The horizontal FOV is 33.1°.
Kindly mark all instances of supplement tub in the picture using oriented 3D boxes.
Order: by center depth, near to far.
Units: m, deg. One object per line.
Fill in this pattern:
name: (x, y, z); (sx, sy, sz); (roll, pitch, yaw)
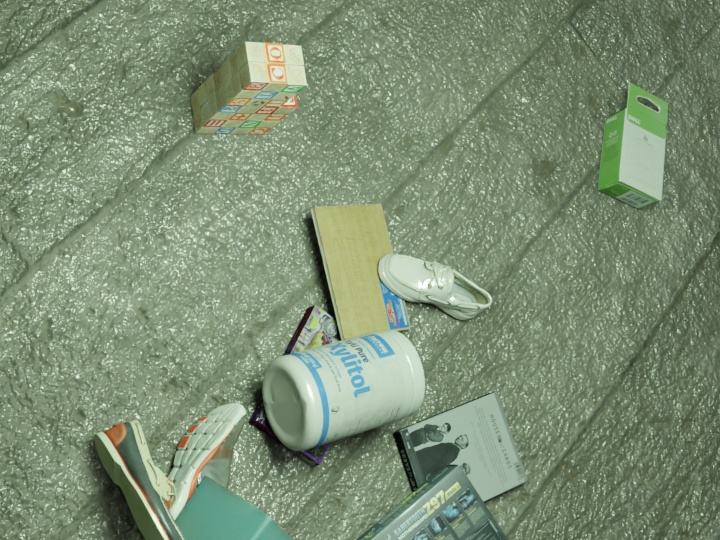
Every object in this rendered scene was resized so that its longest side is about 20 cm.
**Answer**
supplement tub: (-0.024, 0.164, 1.683); (0.198, 0.132, 0.133); (-14, 84, -34)

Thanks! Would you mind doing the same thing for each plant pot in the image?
plant pot: (-0.182, 0.399, 1.527); (0.201, 0.141, 0.142); (-52, 133, -19)

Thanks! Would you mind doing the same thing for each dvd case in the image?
dvd case: (0.156, 0.286, 1.854); (0.198, 0.025, 0.152); (-16, 85, -34)

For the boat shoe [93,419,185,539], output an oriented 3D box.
boat shoe: (-0.269, 0.274, 1.535); (0.062, 0.072, 0.200); (-18, 54, -31)

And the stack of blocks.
stack of blocks: (-0.148, -0.254, 1.711); (0.114, 0.200, 0.059); (-3, 77, -31)

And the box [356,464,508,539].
box: (0.105, 0.403, 1.755); (0.199, 0.051, 0.159); (-37, 97, -22)

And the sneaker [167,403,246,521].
sneaker: (-0.206, 0.272, 1.620); (0.082, 0.077, 0.201); (48, 63, -32)

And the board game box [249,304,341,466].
board game box: (-0.067, 0.165, 1.751); (0.120, 0.032, 0.201); (38, 60, -22)

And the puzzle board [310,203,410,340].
puzzle board: (0.000, 0.000, 1.825); (0.150, 0.017, 0.202); (-6, 80, -47)

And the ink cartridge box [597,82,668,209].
ink cartridge box: (0.493, -0.223, 2.180); (0.103, 0.059, 0.202); (21, 67, -26)

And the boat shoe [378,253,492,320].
boat shoe: (0.119, 0.017, 1.871); (0.198, 0.069, 0.072); (21, 63, -30)
